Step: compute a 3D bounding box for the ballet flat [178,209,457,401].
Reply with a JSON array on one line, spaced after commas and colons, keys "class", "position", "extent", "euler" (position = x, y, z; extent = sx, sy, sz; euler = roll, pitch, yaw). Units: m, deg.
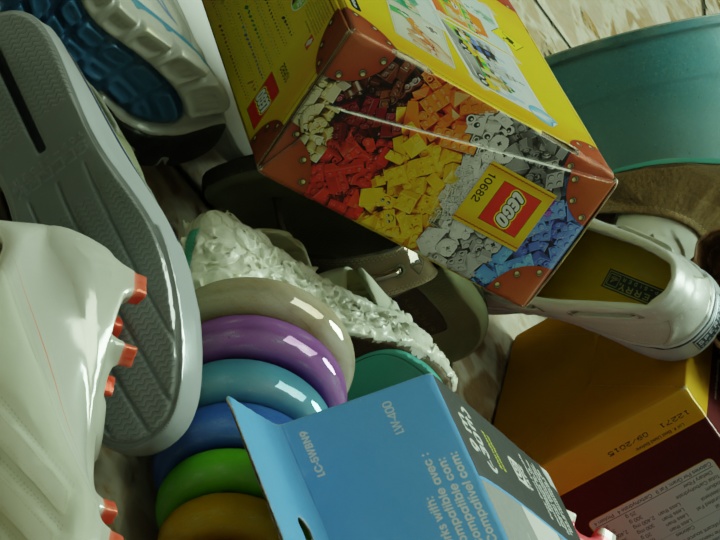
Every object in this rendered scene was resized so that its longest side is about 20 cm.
[{"class": "ballet flat", "position": [-0.018, 0.020, 1.065], "extent": [0.200, 0.072, 0.072], "euler": [30, 37, -54]}]

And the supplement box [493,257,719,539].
[{"class": "supplement box", "position": [0.184, 0.125, 1.293], "extent": [0.200, 0.133, 0.197], "euler": [53, 23, -15]}]

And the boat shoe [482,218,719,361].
[{"class": "boat shoe", "position": [0.086, -0.010, 1.205], "extent": [0.202, 0.075, 0.086], "euler": [21, -11, 36]}]

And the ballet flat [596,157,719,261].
[{"class": "ballet flat", "position": [0.125, -0.019, 1.294], "extent": [0.068, 0.199, 0.073], "euler": [69, 26, -52]}]

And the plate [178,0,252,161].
[{"class": "plate", "position": [-0.068, -0.134, 1.209], "extent": [0.201, 0.032, 0.199], "euler": [64, 21, 10]}]

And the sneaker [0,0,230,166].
[{"class": "sneaker", "position": [-0.134, -0.136, 1.036], "extent": [0.200, 0.075, 0.087], "euler": [53, 15, -38]}]

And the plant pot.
[{"class": "plant pot", "position": [0.203, -0.050, 1.495], "extent": [0.200, 0.199, 0.189], "euler": [-3, 79, -65]}]

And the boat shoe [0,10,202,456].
[{"class": "boat shoe", "position": [-0.104, -0.016, 0.938], "extent": [0.062, 0.072, 0.201], "euler": [28, 37, -61]}]

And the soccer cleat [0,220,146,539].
[{"class": "soccer cleat", "position": [-0.124, 0.065, 0.813], "extent": [0.077, 0.069, 0.201], "euler": [17, 46, -17]}]

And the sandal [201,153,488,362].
[{"class": "sandal", "position": [0.001, 0.000, 1.140], "extent": [0.201, 0.080, 0.058], "euler": [40, 43, -41]}]

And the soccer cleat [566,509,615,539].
[{"class": "soccer cleat", "position": [0.067, 0.141, 1.132], "extent": [0.200, 0.067, 0.077], "euler": [41, 66, -45]}]

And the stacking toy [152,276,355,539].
[{"class": "stacking toy", "position": [-0.051, 0.097, 0.909], "extent": [0.085, 0.085, 0.200], "euler": [46, 31, -30]}]

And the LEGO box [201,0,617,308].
[{"class": "LEGO box", "position": [0.016, -0.090, 1.081], "extent": [0.149, 0.077, 0.200], "euler": [27, 21, -25]}]

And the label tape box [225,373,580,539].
[{"class": "label tape box", "position": [0.041, 0.121, 0.885], "extent": [0.200, 0.063, 0.145], "euler": [42, 21, -58]}]

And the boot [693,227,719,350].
[{"class": "boot", "position": [0.242, 0.076, 1.212], "extent": [0.155, 0.074, 0.200], "euler": [40, 17, -41]}]
